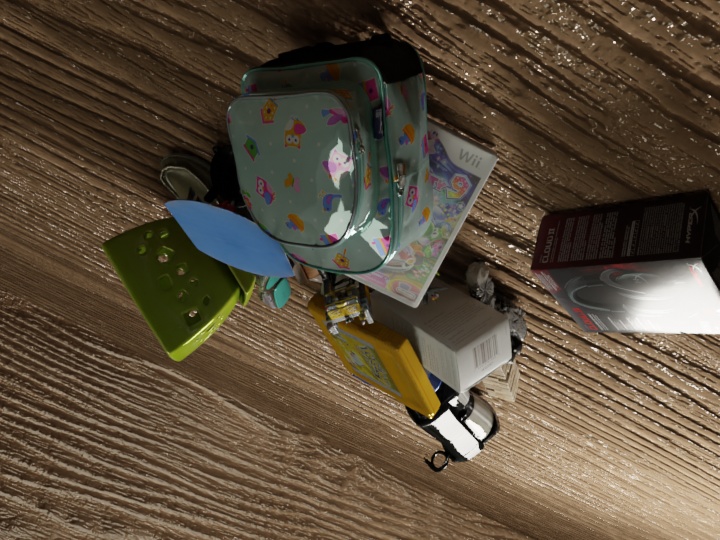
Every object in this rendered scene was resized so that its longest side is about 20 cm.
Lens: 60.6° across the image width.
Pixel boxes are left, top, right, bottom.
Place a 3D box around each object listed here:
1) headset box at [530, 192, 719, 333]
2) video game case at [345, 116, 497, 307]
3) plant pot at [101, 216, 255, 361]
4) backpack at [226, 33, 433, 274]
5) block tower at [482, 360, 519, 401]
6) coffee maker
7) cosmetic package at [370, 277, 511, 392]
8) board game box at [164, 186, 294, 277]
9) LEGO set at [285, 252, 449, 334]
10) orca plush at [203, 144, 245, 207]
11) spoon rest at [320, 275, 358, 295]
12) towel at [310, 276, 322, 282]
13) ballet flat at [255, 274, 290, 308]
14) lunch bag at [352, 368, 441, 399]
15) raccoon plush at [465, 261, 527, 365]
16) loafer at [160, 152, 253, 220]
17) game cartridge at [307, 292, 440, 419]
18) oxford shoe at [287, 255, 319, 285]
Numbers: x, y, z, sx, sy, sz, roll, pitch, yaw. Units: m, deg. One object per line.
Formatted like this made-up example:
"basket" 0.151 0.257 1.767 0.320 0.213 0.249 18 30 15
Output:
"headset box" 0.293 0.002 0.673 0.197 0.079 0.148 -6 144 46
"video game case" 0.042 -0.069 0.678 0.140 0.018 0.203 24 118 -4
"plant pot" -0.282 0.012 1.014 0.202 0.179 0.200 56 163 1
"backpack" -0.023 -0.095 0.579 0.172 0.154 0.205 6 124 32
"block tower" 0.242 0.168 1.100 0.056 0.055 0.201 9 153 26
"coffee maker" 0.178 0.318 1.302 0.133 0.194 0.200 20 162 49
"cosmetic package" 0.107 0.077 0.868 0.199 0.100 0.076 31 140 52
"board game box" -0.162 -0.054 0.817 0.154 0.040 0.201 15 159 11
"LEGO set" 0.009 -0.005 0.767 0.194 0.118 0.156 -11 137 4
"orca plush" -0.172 -0.109 0.818 0.105 0.071 0.199 45 168 -18
"spoon rest" 0.000 0.000 0.926 0.061 0.099 0.200 54 148 3
"towel" -0.120 -0.040 1.023 0.195 0.033 0.192 15 155 21
"ballet flat" -0.154 0.004 1.028 0.070 0.074 0.201 21 155 3
"lunch bag" 0.086 0.146 1.090 0.130 0.139 0.200 29 156 -11
"raccoon plush" 0.173 0.058 0.943 0.133 0.096 0.205 16 129 52
"loafer" -0.222 -0.090 0.918 0.199 0.070 0.075 42 136 -13
"game cartridge" 0.021 0.129 0.920 0.198 0.032 0.178 24 151 46
"oxford shoe" -0.083 -0.054 0.860 0.070 0.073 0.201 -23 152 -2
